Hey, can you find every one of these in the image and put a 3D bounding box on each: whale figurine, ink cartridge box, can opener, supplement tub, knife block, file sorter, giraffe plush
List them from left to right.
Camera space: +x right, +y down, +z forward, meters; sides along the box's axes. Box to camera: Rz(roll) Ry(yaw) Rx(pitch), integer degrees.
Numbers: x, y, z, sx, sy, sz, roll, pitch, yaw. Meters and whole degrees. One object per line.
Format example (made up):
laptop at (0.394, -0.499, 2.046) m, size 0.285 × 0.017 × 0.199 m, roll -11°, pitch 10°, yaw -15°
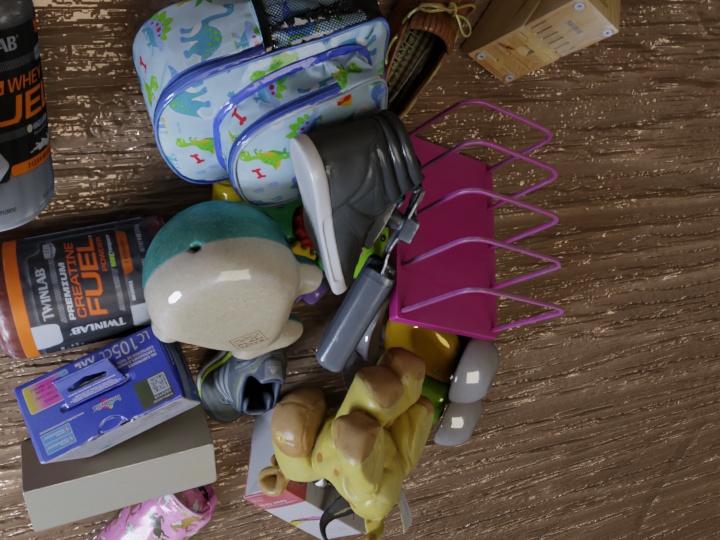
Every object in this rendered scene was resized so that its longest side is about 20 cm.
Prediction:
supplement tub at (-0.298, -0.139, 0.553) m, size 0.121 × 0.123 × 0.202 m, roll -7°, pitch 125°, yaw -22°
supplement tub at (-0.267, 0.018, 0.686) m, size 0.197 × 0.107 × 0.108 m, roll -13°, pitch 127°, yaw -19°
ink cartridge box at (-0.234, 0.120, 0.719) m, size 0.135 × 0.077 × 0.200 m, roll -25°, pitch 174°, yaw -10°
whale figurine at (-0.112, 0.013, 0.663) m, size 0.157 × 0.105 × 0.200 m, roll -20°, pitch 154°, yaw 3°
ink cartridge box at (-0.053, 0.260, 0.943) m, size 0.067 × 0.118 × 0.200 m, roll -20°, pitch 136°, yaw 28°
giraffe plush at (-0.026, 0.177, 0.799) m, size 0.172 × 0.160 × 0.203 m, roll -34°, pitch 129°, yaw -53°
can opener at (0.000, 0.000, 0.723) m, size 0.066 × 0.053 × 0.201 m, roll 29°, pitch 109°, yaw -4°
file sorter at (0.120, -0.049, 0.755) m, size 0.138 × 0.203 × 0.125 m, roll 13°, pitch 159°, yaw -32°
knife block at (0.199, -0.303, 0.743) m, size 0.064 × 0.178 × 0.199 m, roll 24°, pitch 154°, yaw -35°

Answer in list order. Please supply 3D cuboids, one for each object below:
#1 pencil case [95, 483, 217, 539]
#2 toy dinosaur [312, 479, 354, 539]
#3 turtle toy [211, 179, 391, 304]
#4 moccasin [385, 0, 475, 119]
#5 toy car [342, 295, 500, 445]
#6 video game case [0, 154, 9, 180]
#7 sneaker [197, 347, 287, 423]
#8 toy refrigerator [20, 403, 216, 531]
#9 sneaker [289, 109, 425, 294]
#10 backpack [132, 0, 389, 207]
pencil case at (-0.262, 0.327, 0.915) m, size 0.086 × 0.083 × 0.200 m, roll 32°, pitch 103°, yaw -38°
toy dinosaur at (-0.003, 0.228, 0.901) m, size 0.102 × 0.202 × 0.077 m, roll 33°, pitch 129°, yaw -29°
turtle toy at (-0.063, -0.023, 0.763) m, size 0.197 × 0.101 × 0.147 m, roll -11°, pitch 126°, yaw -20°
moccasin at (0.063, -0.228, 0.702) m, size 0.073 × 0.078 × 0.202 m, roll 27°, pitch 107°, yaw -37°
toy car at (0.080, 0.094, 0.895) m, size 0.150 × 0.173 × 0.202 m, roll -53°, pitch 160°, yaw -40°
video game case at (-0.349, -0.083, 0.519) m, size 0.199 × 0.022 × 0.183 m, roll -36°, pitch 99°, yaw 35°
sneaker at (-0.130, 0.126, 0.822) m, size 0.073 × 0.082 × 0.201 m, roll 0°, pitch 146°, yaw -25°
toy refrigerator at (-0.267, 0.217, 0.842) m, size 0.197 × 0.076 × 0.071 m, roll -12°, pitch 126°, yaw -20°
sneaker at (0.005, -0.051, 0.617) m, size 0.098 × 0.071 × 0.201 m, roll -22°, pitch 151°, yaw -10°
backpack at (-0.076, -0.145, 0.619) m, size 0.197 × 0.149 × 0.183 m, roll -17°, pitch 160°, yaw -9°
